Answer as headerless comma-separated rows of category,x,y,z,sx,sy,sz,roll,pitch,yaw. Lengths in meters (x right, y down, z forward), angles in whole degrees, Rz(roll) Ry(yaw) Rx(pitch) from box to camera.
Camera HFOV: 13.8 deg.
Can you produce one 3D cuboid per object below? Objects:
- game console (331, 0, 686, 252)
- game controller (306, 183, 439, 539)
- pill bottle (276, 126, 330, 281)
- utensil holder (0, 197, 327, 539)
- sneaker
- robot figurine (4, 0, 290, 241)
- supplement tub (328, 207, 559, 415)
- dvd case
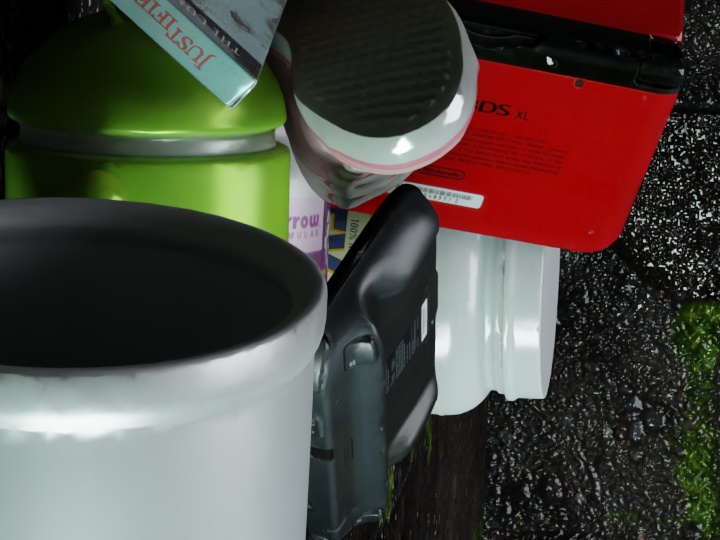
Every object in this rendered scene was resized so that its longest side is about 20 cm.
game console,0.049,-0.121,1.444,0.119,0.200,0.173,-95,-161,-51
game controller,0.002,0.044,1.290,0.200,0.042,0.104,89,23,-62
pill bottle,-0.070,-0.004,1.359,0.112,0.112,0.200,-46,138,-78
utensil holder,-0.098,0.096,0.990,0.170,0.170,0.200,-65,158,-70
sneaker,0.010,-0.066,1.242,0.105,0.075,0.200,63,-8,-30
robot figurine,-0.087,-0.016,1.209,0.175,0.115,0.200,-23,117,-68
supplement tub,0.000,0.000,1.544,0.145,0.200,0.145,3,90,-82
dvd case,-0.081,-0.163,1.198,0.146,0.022,0.200,42,29,-15
